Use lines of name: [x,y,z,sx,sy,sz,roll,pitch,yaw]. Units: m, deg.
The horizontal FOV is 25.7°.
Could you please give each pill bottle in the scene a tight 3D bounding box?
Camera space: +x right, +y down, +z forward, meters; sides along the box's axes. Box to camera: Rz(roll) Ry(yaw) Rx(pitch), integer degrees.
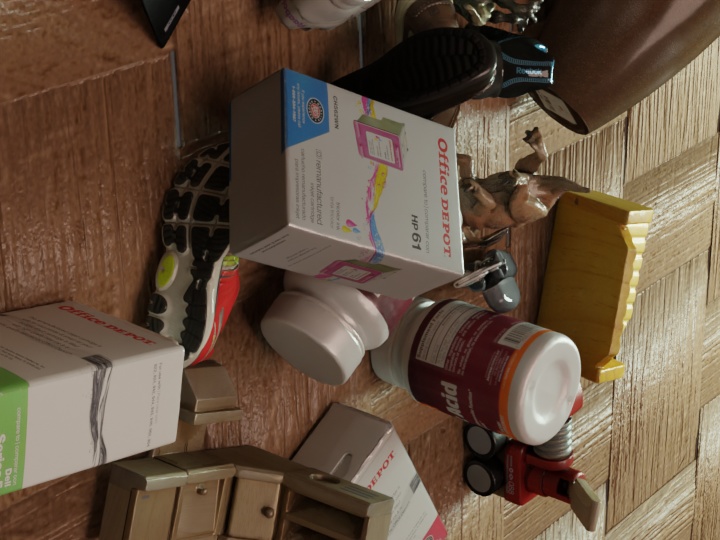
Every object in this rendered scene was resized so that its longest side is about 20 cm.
pill bottle: [0.114,0.095,1.613,0.114,0.199,0.116,-22,121,-45]
pill bottle: [0.000,0.000,1.488,0.201,0.113,0.115,-55,139,-23]

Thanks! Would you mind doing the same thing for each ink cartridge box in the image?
ink cartridge box: [-0.010,-0.070,1.350,0.199,0.084,0.146,15,63,-39]
ink cartridge box: [-0.005,0.257,1.620,0.146,0.084,0.201,-52,140,-26]
ink cartridge box: [-0.252,0.092,1.185,0.199,0.144,0.085,-11,113,-49]

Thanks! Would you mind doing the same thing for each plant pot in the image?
plant pot: [0.274,-0.254,1.725,0.200,0.186,0.187,-50,140,-5]

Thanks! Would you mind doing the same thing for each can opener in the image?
can opener: [0.139,0.016,1.661,0.067,0.053,0.200,64,10,5]

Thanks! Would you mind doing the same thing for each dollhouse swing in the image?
dollhouse swing: [0.316,0.017,1.882,0.174,0.181,0.203,3,102,-32]

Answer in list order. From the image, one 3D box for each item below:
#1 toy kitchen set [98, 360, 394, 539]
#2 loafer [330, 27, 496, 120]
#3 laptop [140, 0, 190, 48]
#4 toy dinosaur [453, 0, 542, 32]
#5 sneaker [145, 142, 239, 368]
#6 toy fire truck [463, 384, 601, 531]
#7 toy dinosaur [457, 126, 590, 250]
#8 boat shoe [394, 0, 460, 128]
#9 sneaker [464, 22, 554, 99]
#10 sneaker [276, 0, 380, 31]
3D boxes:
toy kitchen set: [-0.093,0.182,1.395,0.199,0.179,0.165,1,102,-56]
loafer: [0.041,-0.159,1.441,0.071,0.198,0.074,38,43,-49]
laptop: [-0.175,-0.308,1.241,0.199,0.103,0.179,34,75,-26]
toy dinosaur: [0.123,-0.252,1.507,0.087,0.200,0.048,10,108,-8]
sneaker: [-0.133,-0.014,1.377,0.085,0.076,0.202,20,88,-73]
toy fire truck: [0.212,0.197,1.780,0.128,0.199,0.178,-26,124,-44]
toy dinosaur: [0.148,-0.069,1.640,0.136,0.198,0.087,64,25,-44]
boat shoe: [0.068,-0.180,1.510,0.074,0.075,0.203,-22,146,-6]
sneaker: [0.141,-0.200,1.558,0.200,0.081,0.074,-95,-174,-73]
sneaker: [-0.015,-0.266,1.425,0.075,0.099,0.200,58,29,-5]
